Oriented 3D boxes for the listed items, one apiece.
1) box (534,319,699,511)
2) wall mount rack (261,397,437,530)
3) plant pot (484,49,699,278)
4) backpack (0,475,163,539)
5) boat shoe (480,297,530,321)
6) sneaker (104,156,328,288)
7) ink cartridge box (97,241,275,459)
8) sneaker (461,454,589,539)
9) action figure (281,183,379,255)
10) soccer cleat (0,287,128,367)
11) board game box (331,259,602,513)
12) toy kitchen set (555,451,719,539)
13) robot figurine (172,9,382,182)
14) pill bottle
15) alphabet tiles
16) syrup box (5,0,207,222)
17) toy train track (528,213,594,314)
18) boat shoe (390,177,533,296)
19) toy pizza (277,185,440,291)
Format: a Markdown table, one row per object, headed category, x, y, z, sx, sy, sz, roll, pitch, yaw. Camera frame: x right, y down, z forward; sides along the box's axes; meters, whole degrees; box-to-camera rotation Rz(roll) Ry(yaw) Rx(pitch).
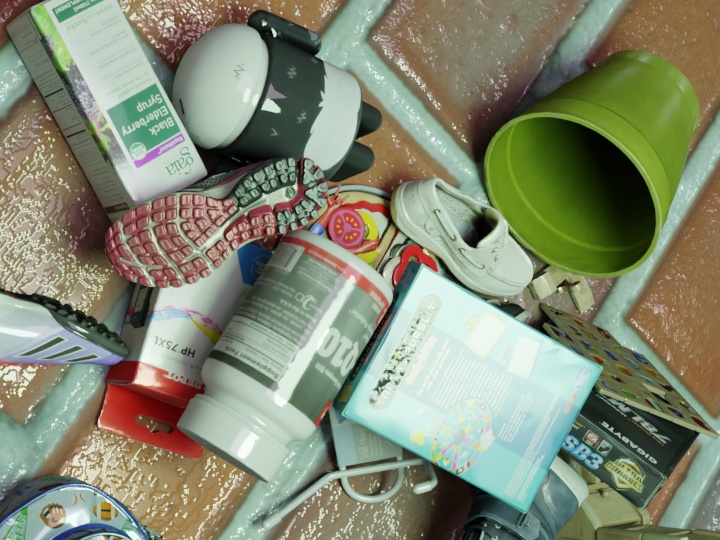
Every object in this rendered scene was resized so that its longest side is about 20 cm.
| category | x | y | z | sx | sy | sz | roll | pitch | yaw |
| --- | --- | --- | --- | --- | --- | --- | --- | --- | --- |
| box | 0.233 | 0.137 | 1.478 | 0.050 | 0.199 | 0.198 | -59 | 164 | 18 |
| wall mount rack | -0.021 | 0.159 | 1.400 | 0.172 | 0.075 | 0.201 | -11 | 117 | -3 |
| plant pot | 0.263 | -0.131 | 1.563 | 0.201 | 0.200 | 0.193 | 55 | 51 | -17 |
| backpack | -0.244 | 0.274 | 1.242 | 0.200 | 0.154 | 0.191 | -44 | 98 | -23 |
| boat shoe | 0.114 | 0.056 | 1.483 | 0.060 | 0.074 | 0.200 | 49 | 26 | 6 |
| sneaker | -0.125 | -0.042 | 1.295 | 0.199 | 0.075 | 0.081 | -19 | 102 | -10 |
| ink cartridge box | -0.154 | 0.063 | 1.352 | 0.116 | 0.067 | 0.202 | 21 | 76 | -28 |
| sneaker | 0.111 | 0.206 | 1.433 | 0.202 | 0.077 | 0.146 | 39 | 62 | -1 |
| action figure | 0.000 | 0.000 | 1.413 | 0.200 | 0.065 | 0.099 | 44 | 84 | -20 |
| soccer cleat | -0.297 | 0.055 | 1.272 | 0.199 | 0.068 | 0.074 | 22 | 93 | -29 |
| board game box | 0.097 | 0.105 | 1.342 | 0.199 | 0.047 | 0.152 | 29 | 88 | -14 |
| toy kitchen set | 0.251 | 0.225 | 1.512 | 0.162 | 0.199 | 0.182 | -3 | 88 | -32 |
| robot figurine | -0.079 | -0.149 | 1.382 | 0.199 | 0.151 | 0.125 | 21 | 120 | -29 |
| pill bottle | -0.067 | 0.076 | 1.294 | 0.114 | 0.114 | 0.201 | 37 | 76 | -24 |
| alphabet tiles | 0.266 | 0.098 | 1.546 | 0.166 | 0.200 | 0.008 | 22 | 107 | -29 |
| syrup box | -0.224 | -0.150 | 1.314 | 0.079 | 0.081 | 0.201 | -33 | 103 | -27 |
| toy train track | 0.263 | -0.030 | 1.635 | 0.200 | 0.032 | 0.115 | -36 | 105 | -29 |
| boat shoe | 0.119 | -0.033 | 1.512 | 0.199 | 0.069 | 0.071 | 30 | 55 | -36 |
| toy pizza | 0.003 | 0.015 | 1.472 | 0.199 | 0.032 | 0.202 | 2 | 86 | -32 |
